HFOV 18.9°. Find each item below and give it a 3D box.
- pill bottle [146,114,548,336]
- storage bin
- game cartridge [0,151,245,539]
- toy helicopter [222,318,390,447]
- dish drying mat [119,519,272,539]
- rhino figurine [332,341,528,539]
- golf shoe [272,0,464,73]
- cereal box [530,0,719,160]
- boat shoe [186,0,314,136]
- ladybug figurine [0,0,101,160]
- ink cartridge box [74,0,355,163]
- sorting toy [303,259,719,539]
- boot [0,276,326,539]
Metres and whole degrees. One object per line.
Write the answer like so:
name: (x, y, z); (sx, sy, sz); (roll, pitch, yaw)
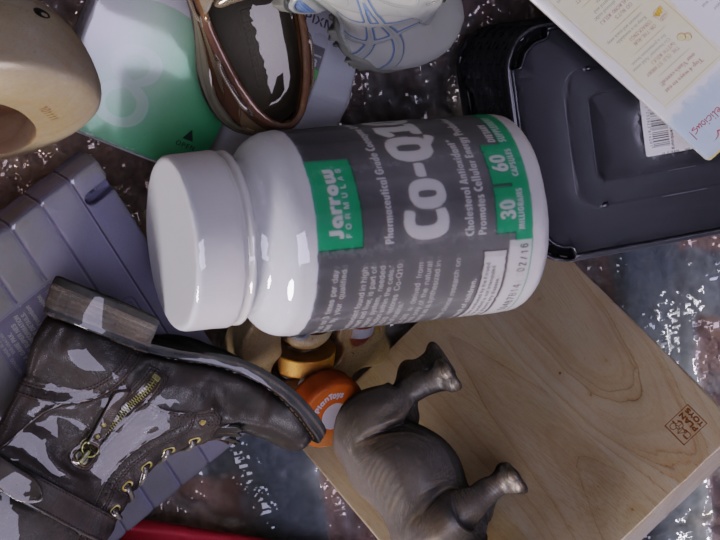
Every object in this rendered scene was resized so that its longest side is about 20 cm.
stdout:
pill bottle: (-0.008, -0.023, 1.183); (0.200, 0.113, 0.113); (-7, 111, -21)
storage bin: (0.170, -0.089, 1.277); (0.200, 0.094, 0.135); (-11, 99, -16)
game cartridge: (-0.155, 0.049, 1.224); (0.130, 0.038, 0.200); (-37, 119, -14)
toy helicopter: (0.000, 0.000, 1.294); (0.200, 0.079, 0.132); (-37, 133, -16)
dish drying mat: (-0.079, 0.198, 1.365); (0.200, 0.018, 0.077); (12, 112, -26)
rhino figurine: (0.053, 0.138, 1.236); (0.087, 0.200, 0.060); (-32, 155, 3)
golf shoe: (0.025, -0.153, 1.178); (0.097, 0.200, 0.078); (4, 85, 28)
cereal box: (0.170, -0.173, 1.171); (0.200, 0.040, 0.144); (40, 111, -18)
boat shoe: (-0.066, -0.167, 1.180); (0.076, 0.072, 0.200); (-24, 109, -14)
ladybug figurine: (-0.237, -0.104, 1.177); (0.200, 0.136, 0.072); (-8, 71, 14)
ink cartridge box: (-0.071, -0.151, 1.242); (0.161, 0.050, 0.200); (21, 105, -20)
sorting toy: (0.100, 0.109, 1.305); (0.199, 0.200, 0.070); (-44, 146, 1)
boot: (-0.133, 0.113, 1.194); (0.200, 0.069, 0.174); (27, 85, -24)
